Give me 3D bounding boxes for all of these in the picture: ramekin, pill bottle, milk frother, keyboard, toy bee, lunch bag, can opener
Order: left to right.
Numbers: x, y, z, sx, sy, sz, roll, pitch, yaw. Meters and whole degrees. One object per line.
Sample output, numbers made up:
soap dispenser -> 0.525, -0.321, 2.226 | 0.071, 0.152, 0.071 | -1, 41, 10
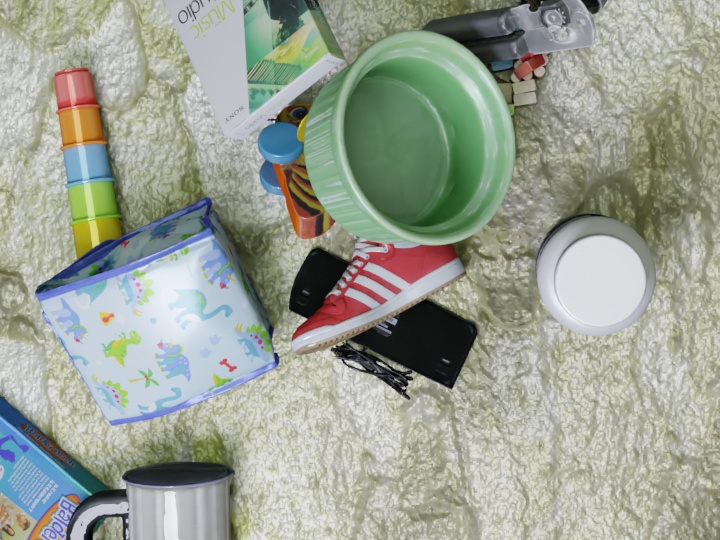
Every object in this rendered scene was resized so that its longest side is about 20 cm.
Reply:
lunch bag -> -0.205, 0.049, 1.314 | 0.198, 0.128, 0.171 | -26, 111, 1
milk frother -> -0.200, 0.307, 1.300 | 0.179, 0.200, 0.190 | -3, 94, -23
toy bee -> -0.057, -0.132, 1.313 | 0.108, 0.131, 0.202 | -23, 79, -16
keyboard -> 0.015, 0.063, 1.359 | 0.199, 0.040, 0.105 | 26, 73, 6
ramekin -> 0.042, -0.120, 1.242 | 0.198, 0.097, 0.202 | 4, 83, -30
can opener -> 0.152, -0.241, 1.267 | 0.199, 0.067, 0.054 | 1, 131, 45
pill bottle -> 0.223, 0.003, 1.237 | 0.110, 0.200, 0.112 | 0, 94, 7

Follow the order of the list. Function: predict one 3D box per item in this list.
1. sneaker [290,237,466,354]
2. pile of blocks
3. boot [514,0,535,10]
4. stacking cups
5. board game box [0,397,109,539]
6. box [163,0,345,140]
sneaker -> 0.000, 0.000, 1.312 | 0.199, 0.071, 0.113 | -27, 89, -18
pile of blocks -> 0.151, -0.198, 1.303 | 0.081, 0.062, 0.202 | 24, 96, 5
boot -> 0.170, -0.380, 1.273 | 0.166, 0.072, 0.201 | -38, 96, -5
stacking cups -> -0.293, -0.110, 1.370 | 0.060, 0.060, 0.202 | -12, 89, 8
board game box -> -0.385, 0.246, 1.408 | 0.200, 0.045, 0.152 | 40, 97, 4
box -> -0.113, -0.252, 1.276 | 0.144, 0.036, 0.201 | -34, 73, 26
